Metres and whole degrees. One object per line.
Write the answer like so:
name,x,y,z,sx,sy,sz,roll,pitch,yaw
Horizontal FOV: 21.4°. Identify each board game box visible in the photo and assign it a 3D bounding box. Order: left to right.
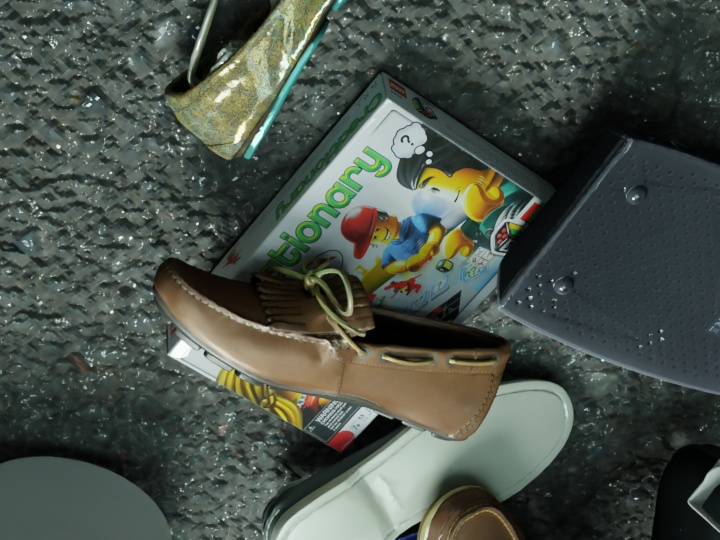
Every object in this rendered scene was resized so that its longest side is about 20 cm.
board game box,0.000,0.000,1.063,0.126,0.035,0.200,31,114,-24

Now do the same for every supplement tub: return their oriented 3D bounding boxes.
supplement tub,-0.192,0.224,1.117,0.144,0.145,0.200,11,121,-14

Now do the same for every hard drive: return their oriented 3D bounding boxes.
hard drive,0.179,-0.005,1.060,0.200,0.042,0.135,19,119,-34

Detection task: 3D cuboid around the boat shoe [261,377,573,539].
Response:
boat shoe,0.030,0.115,1.126,0.200,0.062,0.073,-28,109,-12

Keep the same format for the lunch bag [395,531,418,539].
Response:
lunch bag,0.019,0.269,1.195,0.200,0.127,0.170,-32,120,-5

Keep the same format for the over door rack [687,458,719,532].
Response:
over door rack,0.262,0.070,1.066,0.148,0.067,0.200,30,86,-42

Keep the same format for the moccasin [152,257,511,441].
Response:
moccasin,-0.013,0.030,1.017,0.201,0.074,0.078,20,109,-15

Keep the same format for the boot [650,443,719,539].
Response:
boot,0.152,0.203,1.085,0.162,0.073,0.199,-2,90,-35

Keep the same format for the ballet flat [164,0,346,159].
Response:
ballet flat,-0.032,-0.144,0.951,0.071,0.071,0.200,28,115,-23

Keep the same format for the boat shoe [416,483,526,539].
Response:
boat shoe,0.088,0.216,1.113,0.072,0.068,0.200,-26,115,-22
